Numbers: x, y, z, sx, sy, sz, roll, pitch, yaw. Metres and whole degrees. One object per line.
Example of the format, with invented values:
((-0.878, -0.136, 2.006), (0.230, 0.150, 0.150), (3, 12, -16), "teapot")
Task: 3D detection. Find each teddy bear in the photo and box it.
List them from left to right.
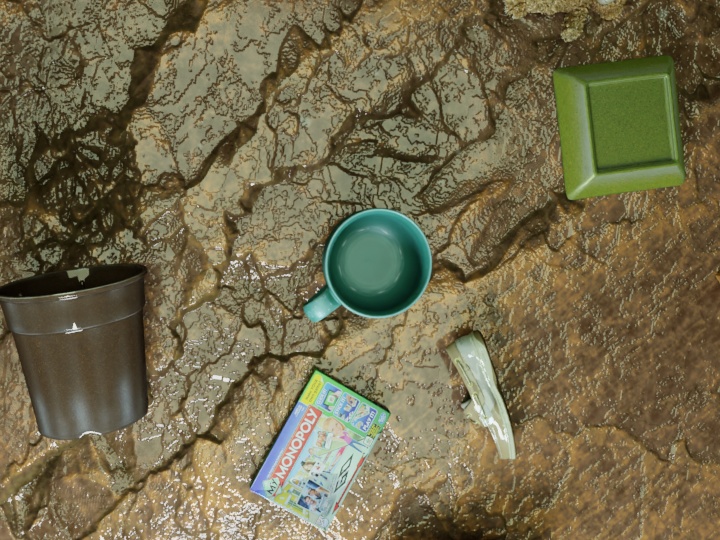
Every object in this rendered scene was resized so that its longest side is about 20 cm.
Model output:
((0.308, -0.423, 1.266), (0.197, 0.067, 0.147), (20, 92, -7), "teddy bear")

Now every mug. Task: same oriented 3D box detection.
((0.004, -0.011, 1.223), (0.181, 0.114, 0.155), (-4, 93, -6), "mug")

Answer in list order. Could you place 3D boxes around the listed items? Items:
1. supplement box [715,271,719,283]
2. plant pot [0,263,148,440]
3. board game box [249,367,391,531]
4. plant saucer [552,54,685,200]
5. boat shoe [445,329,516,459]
((0.637, 0.076, 1.326), (0.068, 0.067, 0.202), (-30, 95, -1), "supplement box")
((-0.375, 0.108, 1.155), (0.197, 0.200, 0.202), (-7, 102, -6), "plant pot")
((-0.060, 0.267, 1.270), (0.133, 0.029, 0.202), (29, 89, -8), "board game box")
((0.404, -0.221, 1.295), (0.196, 0.048, 0.204), (-8, 93, -7), "plant saucer")
((0.182, 0.192, 1.280), (0.065, 0.074, 0.203), (-18, 93, 7), "boat shoe")
